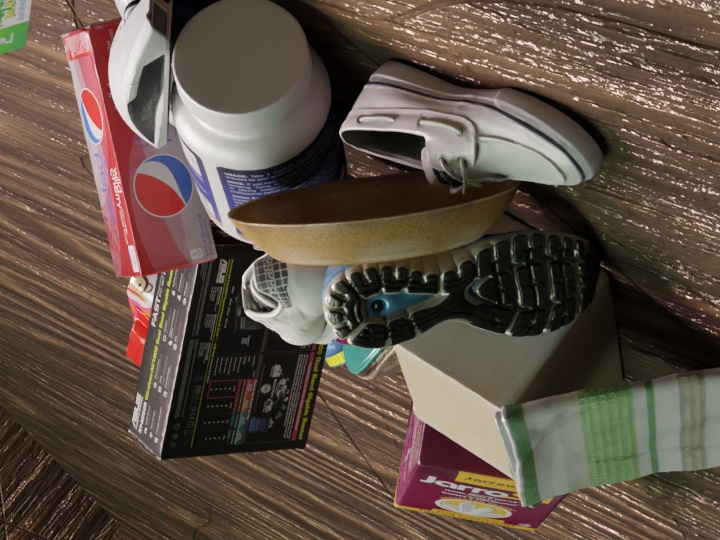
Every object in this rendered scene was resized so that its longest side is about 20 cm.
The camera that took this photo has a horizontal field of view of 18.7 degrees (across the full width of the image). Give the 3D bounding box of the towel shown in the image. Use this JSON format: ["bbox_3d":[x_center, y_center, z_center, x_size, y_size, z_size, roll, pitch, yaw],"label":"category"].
[{"bbox_3d":[0.199,0.115,1.524,0.200,0.031,0.149,-10,154,6],"label":"towel"}]

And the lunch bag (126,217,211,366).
[{"bbox_3d":[-0.145,0.013,1.945,0.082,0.176,0.200,35,164,13],"label":"lunch bag"}]

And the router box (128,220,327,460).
[{"bbox_3d":[-0.103,0.056,1.846,0.150,0.200,0.062,0,-158,-36],"label":"router box"}]

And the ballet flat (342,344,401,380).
[{"bbox_3d":[0.056,0.024,1.723,0.067,0.068,0.200,3,152,-30],"label":"ballet flat"}]

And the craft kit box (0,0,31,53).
[{"bbox_3d":[-0.280,-0.269,1.528,0.200,0.048,0.198,135,118,-74],"label":"craft kit box"}]

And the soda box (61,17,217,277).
[{"bbox_3d":[-0.172,-0.098,1.714,0.063,0.070,0.200,0,103,65],"label":"soda box"}]

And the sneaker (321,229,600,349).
[{"bbox_3d":[0.068,-0.003,1.514,0.090,0.200,0.078,-115,24,-63],"label":"sneaker"}]

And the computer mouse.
[{"bbox_3d":[-0.152,-0.166,1.509,0.044,0.110,0.200,2,134,-5],"label":"computer mouse"}]

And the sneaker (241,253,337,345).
[{"bbox_3d":[-0.054,0.015,1.661,0.200,0.080,0.076,118,138,-72],"label":"sneaker"}]

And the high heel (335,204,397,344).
[{"bbox_3d":[0.000,0.000,1.658,0.096,0.067,0.200,3,148,-30],"label":"high heel"}]

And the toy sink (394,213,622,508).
[{"bbox_3d":[0.111,0.068,1.631,0.112,0.130,0.200,31,164,23],"label":"toy sink"}]

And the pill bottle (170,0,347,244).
[{"bbox_3d":[-0.074,-0.107,1.573,0.116,0.116,0.200,33,163,17],"label":"pill bottle"}]

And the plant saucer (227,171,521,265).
[{"bbox_3d":[0.011,-0.034,1.477,0.200,0.200,0.035,11,110,58],"label":"plant saucer"}]

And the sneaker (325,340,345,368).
[{"bbox_3d":[-0.049,0.049,2.055,0.078,0.066,0.200,53,161,-8],"label":"sneaker"}]

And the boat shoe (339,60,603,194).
[{"bbox_3d":[0.069,-0.079,1.428,0.200,0.067,0.074,20,156,47],"label":"boat shoe"}]

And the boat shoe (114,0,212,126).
[{"bbox_3d":[-0.125,-0.159,1.630,0.057,0.069,0.200,26,158,34],"label":"boat shoe"}]

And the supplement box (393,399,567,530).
[{"bbox_3d":[0.107,0.144,1.819,0.131,0.103,0.200,11,163,-1],"label":"supplement box"}]

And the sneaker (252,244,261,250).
[{"bbox_3d":[-0.044,-0.037,1.753,0.200,0.087,0.074,40,164,-7],"label":"sneaker"}]
